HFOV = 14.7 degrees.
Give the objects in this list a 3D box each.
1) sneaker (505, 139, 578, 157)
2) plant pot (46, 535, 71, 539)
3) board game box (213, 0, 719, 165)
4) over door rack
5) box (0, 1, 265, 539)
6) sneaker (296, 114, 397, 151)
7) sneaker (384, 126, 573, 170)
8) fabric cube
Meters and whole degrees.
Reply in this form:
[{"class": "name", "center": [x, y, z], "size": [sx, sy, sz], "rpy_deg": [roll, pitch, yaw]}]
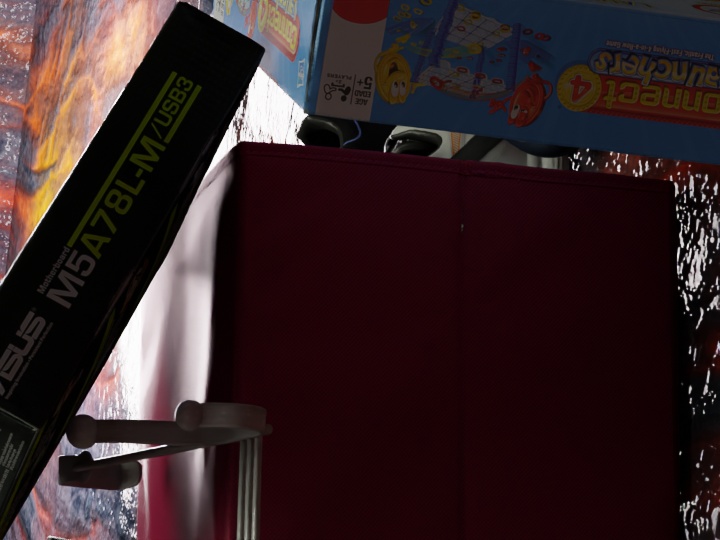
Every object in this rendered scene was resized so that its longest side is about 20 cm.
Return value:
[{"class": "sneaker", "center": [0.033, -0.121, 1.246], "size": [0.070, 0.200, 0.082], "rpy_deg": [-31, 16, 31]}, {"class": "plant pot", "center": [-0.119, 0.291, 1.667], "size": [0.200, 0.177, 0.200], "rpy_deg": [121, 152, -59]}, {"class": "board game box", "center": [0.056, -0.096, 1.113], "size": [0.196, 0.200, 0.056], "rpy_deg": [-129, 47, -71]}, {"class": "over door rack", "center": [-0.093, 0.134, 1.082], "size": [0.200, 0.067, 0.148], "rpy_deg": [155, 119, -66]}, {"class": "box", "center": [-0.117, 0.019, 1.100], "size": [0.193, 0.048, 0.200], "rpy_deg": [-59, 1, -31]}, {"class": "sneaker", "center": [0.000, 0.000, 1.505], "size": [0.070, 0.078, 0.200], "rpy_deg": [117, 158, -51]}, {"class": "sneaker", "center": [0.044, -0.066, 1.387], "size": [0.200, 0.080, 0.074], "rpy_deg": [-122, 38, -69]}, {"class": "fabric cube", "center": [0.016, 0.072, 1.205], "size": [0.196, 0.200, 0.199], "rpy_deg": [139, 133, -68]}]
